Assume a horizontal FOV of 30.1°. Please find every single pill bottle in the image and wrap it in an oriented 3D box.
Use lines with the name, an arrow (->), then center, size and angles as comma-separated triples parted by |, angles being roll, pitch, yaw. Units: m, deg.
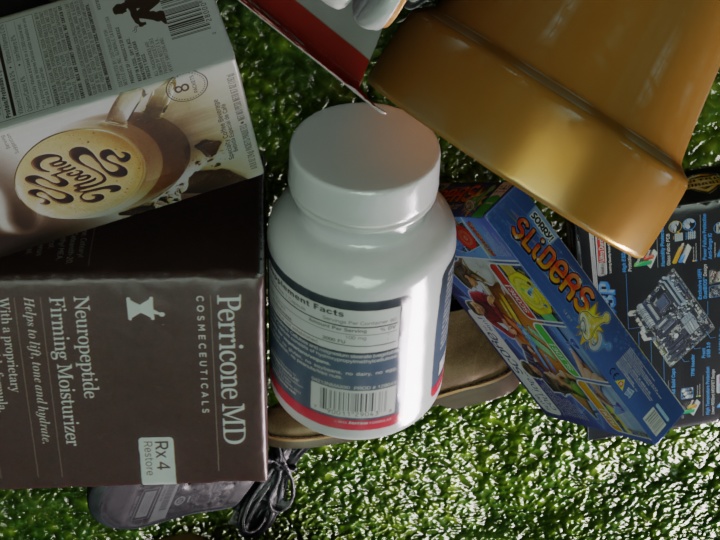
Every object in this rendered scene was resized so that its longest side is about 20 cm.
pill bottle -> 0.000, 0.000, 0.850 | 0.119, 0.120, 0.200 | 0, 132, -4

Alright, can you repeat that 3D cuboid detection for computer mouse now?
computer mouse -> -0.125, 0.143, 0.997 | 0.200, 0.053, 0.139 | 4, 124, -46

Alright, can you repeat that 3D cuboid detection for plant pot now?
plant pot -> 0.136, -0.137, 0.800 | 0.200, 0.200, 0.184 | 30, 100, -20

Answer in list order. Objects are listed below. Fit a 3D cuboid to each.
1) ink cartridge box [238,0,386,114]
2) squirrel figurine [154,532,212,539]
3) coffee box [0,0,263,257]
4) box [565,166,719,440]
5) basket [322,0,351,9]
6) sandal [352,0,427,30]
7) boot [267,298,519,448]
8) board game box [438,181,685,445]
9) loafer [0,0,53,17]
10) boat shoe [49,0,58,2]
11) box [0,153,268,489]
ink cartridge box -> -0.051, -0.176, 0.744 | 0.162, 0.200, 0.050 | 36, 100, -23
squirrel figurine -> -0.082, 0.307, 1.082 | 0.199, 0.142, 0.187 | -23, 127, 13
coffee box -> -0.165, -0.083, 0.750 | 0.199, 0.080, 0.113 | -18, 150, -5
box -> 0.235, 0.026, 0.979 | 0.158, 0.046, 0.201 | -9, 122, 2
basket -> -0.020, -0.279, 0.686 | 0.161, 0.200, 0.198 | 30, 115, -18
sandal -> 0.033, -0.177, 0.746 | 0.059, 0.207, 0.079 | 26, 123, -15
boot -> 0.016, 0.073, 0.976 | 0.199, 0.074, 0.076 | -18, 111, -13
board game box -> 0.117, 0.027, 0.903 | 0.034, 0.135, 0.200 | -44, 110, -16
loafer -> -0.185, -0.152, 0.826 | 0.200, 0.072, 0.073 | 32, 116, -20
boat shoe -> -0.180, -0.209, 0.777 | 0.199, 0.076, 0.072 | 23, 154, -18
box -> -0.161, 0.029, 0.885 | 0.199, 0.164, 0.166 | -1, 121, -3
